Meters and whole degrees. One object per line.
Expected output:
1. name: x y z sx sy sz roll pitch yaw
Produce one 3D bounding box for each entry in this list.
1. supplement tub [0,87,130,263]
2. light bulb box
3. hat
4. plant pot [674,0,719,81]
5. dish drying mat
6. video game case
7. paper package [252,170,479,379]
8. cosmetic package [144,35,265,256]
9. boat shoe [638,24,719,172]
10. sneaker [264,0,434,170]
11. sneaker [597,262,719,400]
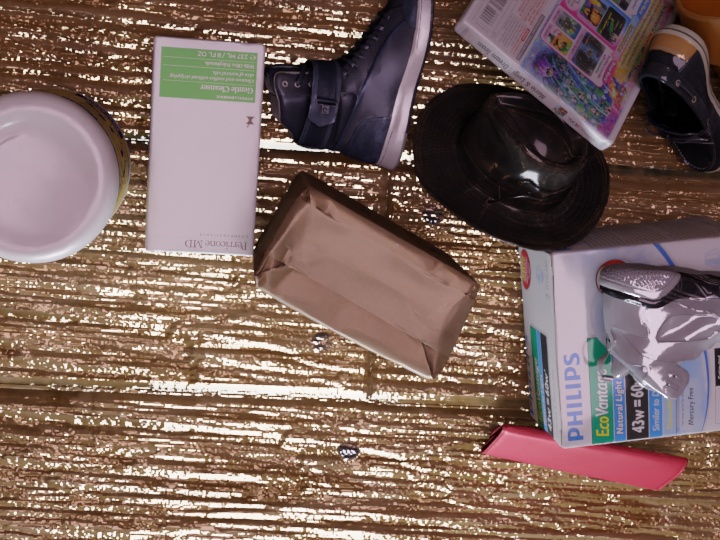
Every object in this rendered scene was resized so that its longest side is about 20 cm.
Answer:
1. supplement tub: -0.283 -0.090 1.139 0.145 0.200 0.145 -1 100 -6
2. light bulb box: 0.273 0.058 1.261 0.200 0.125 0.198 -6 100 -6
3. hat: 0.152 -0.118 1.191 0.201 0.081 0.201 5 61 -10
4. plant pot: 0.424 -0.209 1.212 0.200 0.200 0.183 -27 117 -1
5. dish drying mat: 0.230 0.191 1.310 0.200 0.077 0.018 13 61 -8
6. video game case: 0.201 -0.240 1.204 0.182 0.024 0.200 37 59 -11
7. paper package: 0.000 0.000 1.184 0.191 0.200 0.103 30 95 -9
8. cosmetic package: -0.149 -0.118 1.208 0.108 0.085 0.200 1 98 -9
9. boat shoe: 0.308 -0.151 1.218 0.062 0.075 0.200 -56 145 -15
10. sneaker: -0.014 -0.208 1.211 0.146 0.077 0.202 11 99 -11
11. sneaker: 0.313 0.058 1.167 0.200 0.075 0.115 6 98 -2
